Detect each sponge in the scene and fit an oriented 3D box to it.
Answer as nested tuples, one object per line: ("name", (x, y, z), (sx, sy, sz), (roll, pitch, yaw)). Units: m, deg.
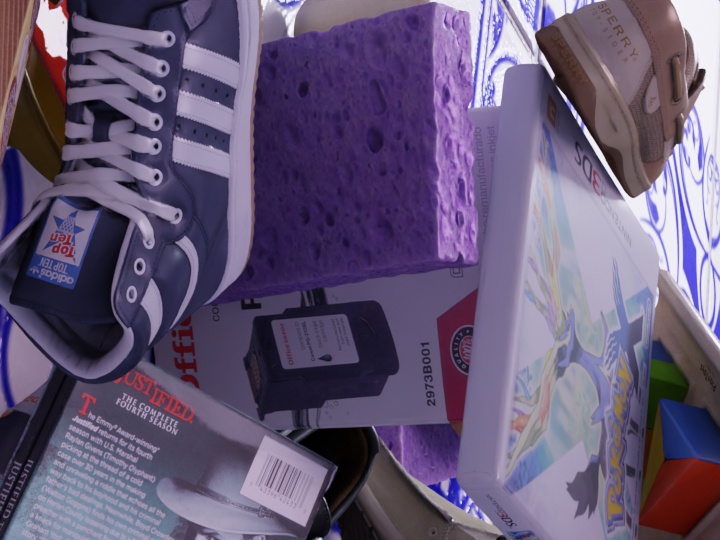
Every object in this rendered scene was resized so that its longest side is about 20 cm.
("sponge", (-0.036, -0.046, 1.036), (0.030, 0.200, 0.112), (7, 78, -49))
("sponge", (0.047, 0.070, 1.418), (0.200, 0.030, 0.112), (-3, 89, -67))

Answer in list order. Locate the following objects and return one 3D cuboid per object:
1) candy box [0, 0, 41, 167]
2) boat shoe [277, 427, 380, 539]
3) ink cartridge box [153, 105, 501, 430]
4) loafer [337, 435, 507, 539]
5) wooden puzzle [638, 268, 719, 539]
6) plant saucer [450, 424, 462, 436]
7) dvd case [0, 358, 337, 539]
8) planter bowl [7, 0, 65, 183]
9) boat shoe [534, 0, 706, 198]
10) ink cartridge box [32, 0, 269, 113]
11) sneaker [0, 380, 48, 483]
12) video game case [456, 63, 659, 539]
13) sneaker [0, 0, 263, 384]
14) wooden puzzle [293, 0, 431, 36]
("candy box", (-0.181, -0.037, 0.780), (0.055, 0.115, 0.200), (113, -12, -59))
("boat shoe", (-0.051, 0.119, 1.142), (0.200, 0.068, 0.072), (-43, 127, -61))
("ink cartridge box", (0.000, 0.000, 1.114), (0.084, 0.200, 0.145), (-12, 97, -65))
("loafer", (0.045, 0.158, 1.249), (0.200, 0.068, 0.076), (53, -24, 41))
("wooden puzzle", (0.137, 0.120, 1.147), (0.185, 0.046, 0.200), (-114, -143, -64))
("plant saucer", (0.070, 0.018, 1.385), (0.200, 0.032, 0.201), (-9, 90, -67))
("dvd case", (-0.100, 0.141, 0.927), (0.146, 0.022, 0.200), (31, 78, -40))
("planter bowl", (-0.132, -0.116, 0.966), (0.200, 0.083, 0.201), (-4, 90, -67))
("boat shoe", (0.131, -0.084, 1.078), (0.071, 0.064, 0.200), (59, 6, 10))
("ink cartridge box", (-0.093, -0.165, 0.907), (0.174, 0.043, 0.200), (-71, 148, -46))
("sneaker", (-0.098, 0.127, 0.990), (0.079, 0.078, 0.200), (-55, 139, -26))
("video game case", (0.094, 0.039, 1.042), (0.182, 0.022, 0.200), (50, 42, -53))
("sneaker", (-0.089, -0.052, 0.841), (0.109, 0.070, 0.200), (-47, 143, -47))
("wooden puzzle", (0.002, -0.057, 1.226), (0.185, 0.037, 0.200), (180, -94, -69))
